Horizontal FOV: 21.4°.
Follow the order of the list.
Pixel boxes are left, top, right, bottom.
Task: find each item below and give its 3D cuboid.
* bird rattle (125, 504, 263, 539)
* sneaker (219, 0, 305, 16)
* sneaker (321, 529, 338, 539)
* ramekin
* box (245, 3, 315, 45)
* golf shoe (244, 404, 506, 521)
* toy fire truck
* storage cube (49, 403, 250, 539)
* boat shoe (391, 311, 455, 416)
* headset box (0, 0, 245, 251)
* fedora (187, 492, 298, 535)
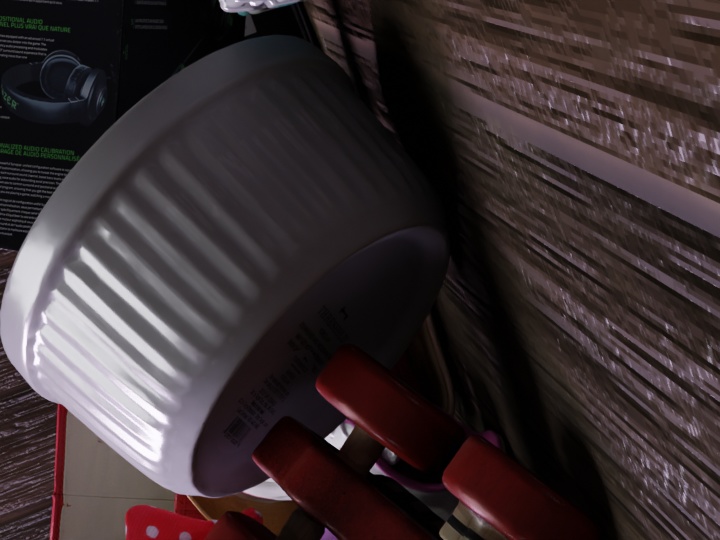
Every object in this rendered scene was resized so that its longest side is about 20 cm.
[{"bbox_3d":[-0.040,0.198,0.933,0.200,0.112,0.165,15,-108,-63],"label":"bird rattle"},{"bbox_3d":[-0.030,-0.148,0.728,0.200,0.077,0.092,-147,41,-79],"label":"sneaker"},{"bbox_3d":[0.059,0.183,1.029,0.200,0.114,0.073,41,-152,2],"label":"sneaker"},{"bbox_3d":[-0.050,0.007,0.846,0.105,0.200,0.201,43,165,20],"label":"ramekin"},{"bbox_3d":[-0.088,-0.126,1.205,0.200,0.103,0.149,85,164,-72],"label":"box"},{"bbox_3d":[-0.009,0.080,0.965,0.092,0.198,0.076,97,-163,-52],"label":"golf shoe"},{"bbox_3d":[0.042,0.132,0.807,0.199,0.113,0.168,34,178,42],"label":"toy fire truck"},{"bbox_3d":[-0.080,0.151,1.210,0.199,0.178,0.173,-5,80,55],"label":"storage cube"},{"bbox_3d":[0.000,0.000,1.008,0.069,0.073,0.202,0,119,55],"label":"boat shoe"},{"bbox_3d":[-0.124,-0.117,0.929,0.174,0.092,0.203,-26,-58,-73],"label":"headset box"},{"bbox_3d":[-0.023,0.063,1.088,0.081,0.200,0.203,-10,103,48],"label":"fedora"}]
